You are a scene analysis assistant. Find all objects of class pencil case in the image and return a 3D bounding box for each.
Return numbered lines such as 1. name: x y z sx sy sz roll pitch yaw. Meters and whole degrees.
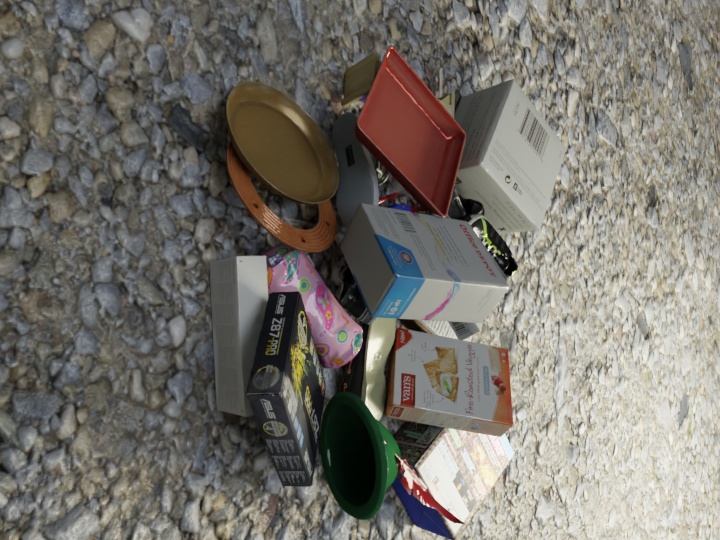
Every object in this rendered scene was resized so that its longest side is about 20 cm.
1. pencil case: -0.074 0.047 0.883 0.088 0.087 0.202 -47 115 -31

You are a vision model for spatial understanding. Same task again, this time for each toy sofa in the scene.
1. toy sofa: 0.067 -0.272 1.024 0.197 0.082 0.100 12 76 -38

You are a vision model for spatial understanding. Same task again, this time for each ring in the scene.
1. ring: -0.110 -0.109 0.857 0.199 0.019 0.203 35 35 -29

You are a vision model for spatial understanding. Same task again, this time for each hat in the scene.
1. hat: 0.051 0.269 0.911 0.173 0.165 0.204 -3 105 -35

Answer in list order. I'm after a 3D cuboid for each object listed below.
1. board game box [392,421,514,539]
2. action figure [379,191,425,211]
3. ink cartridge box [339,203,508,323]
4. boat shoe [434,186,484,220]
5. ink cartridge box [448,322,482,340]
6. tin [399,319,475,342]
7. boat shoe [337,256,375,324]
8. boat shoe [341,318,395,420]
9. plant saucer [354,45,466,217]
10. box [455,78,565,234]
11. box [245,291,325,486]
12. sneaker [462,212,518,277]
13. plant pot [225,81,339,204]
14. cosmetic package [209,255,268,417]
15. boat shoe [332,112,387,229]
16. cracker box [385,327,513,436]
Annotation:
1. board game box: 0.149 0.313 1.034 0.199 0.096 0.161 -40 111 -34
2. action figure: 0.050 -0.091 1.016 0.197 0.051 0.067 -9 77 -37
3. ink cartridge box: 0.089 -0.007 0.860 0.197 0.085 0.146 5 41 -30
4. boat shoe: 0.189 -0.102 1.091 0.199 0.066 0.071 34 37 -46
5. ink cartridge box: 0.166 0.003 1.081 0.161 0.047 0.201 57 26 -14
6. tin: 0.137 0.075 1.084 0.200 0.041 0.113 42 58 -29
7. boat shoe: -0.001 0.002 0.919 0.067 0.074 0.201 27 34 -12
8. boat shoe: 0.010 0.132 0.953 0.073 0.062 0.206 17 79 -51
9. plant saucer: 0.075 -0.206 0.922 0.199 0.036 0.202 42 48 -27
10. box: 0.261 -0.205 1.146 0.198 0.130 0.203 38 65 -30
11. box: -0.090 0.154 0.789 0.163 0.048 0.203 -81 166 -48
12. sneaker: 0.231 -0.038 1.075 0.072 0.083 0.199 -51 145 12
13. plant pot: -0.112 -0.176 0.864 0.199 0.027 0.203 31 42 -33
14. cosmetic package: -0.158 0.085 0.813 0.050 0.082 0.205 -2 88 -38
15. boat shoe: 0.001 -0.145 0.946 0.068 0.073 0.203 23 47 -51
16. cracker box: 0.142 0.180 0.982 0.196 0.058 0.136 11 54 -7
